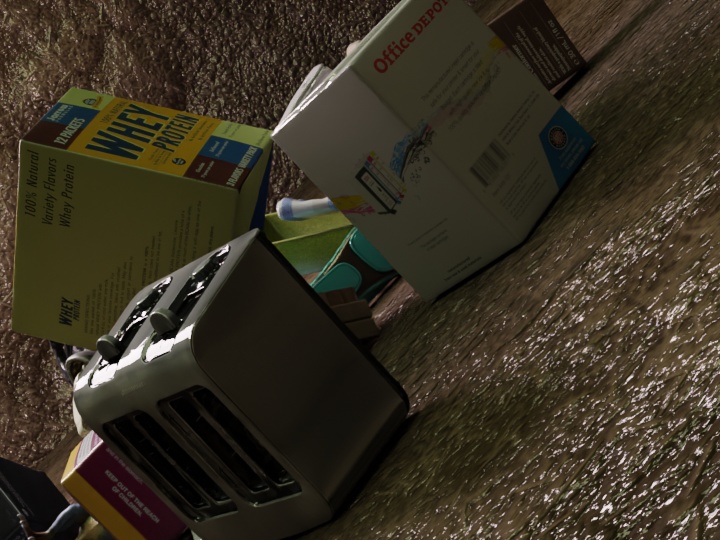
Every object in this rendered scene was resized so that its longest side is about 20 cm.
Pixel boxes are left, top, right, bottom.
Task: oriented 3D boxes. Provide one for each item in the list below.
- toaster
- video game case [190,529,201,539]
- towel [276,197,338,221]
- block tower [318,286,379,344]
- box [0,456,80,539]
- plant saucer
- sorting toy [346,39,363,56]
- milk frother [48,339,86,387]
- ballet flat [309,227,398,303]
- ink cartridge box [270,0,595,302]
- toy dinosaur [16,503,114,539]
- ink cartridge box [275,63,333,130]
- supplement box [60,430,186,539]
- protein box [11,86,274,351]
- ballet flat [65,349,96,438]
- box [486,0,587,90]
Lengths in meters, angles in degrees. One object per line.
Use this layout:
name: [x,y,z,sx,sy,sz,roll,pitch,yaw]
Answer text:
toaster: [-0.081,0.091,1.112,0.180,0.200,0.119,-23,24,51]
video game case: [-0.075,0.152,1.333,0.182,0.023,0.200,-46,7,-6]
towel: [0.014,-0.082,1.670,0.198,0.024,0.147,-12,1,7]
block tower: [-0.063,0.077,1.496,0.058,0.054,0.200,-9,-17,-40]
box: [-0.418,0.310,1.720,0.200,0.123,0.198,-45,-21,-1]
plant saucer: [-0.020,-0.042,1.763,0.198,0.048,0.200,-13,12,6]
sorting toy: [0.066,-0.147,1.525,0.037,0.199,0.185,-55,6,4]
milk frother: [-0.215,0.075,1.645,0.187,0.201,0.181,-3,-41,-37]
ballet flat: [0.000,0.000,1.619,0.200,0.067,0.070,-44,-7,-13]
ink cartridge box: [0.059,-0.110,1.337,0.147,0.200,0.144,-49,9,-37]
toy dinosaur: [-0.250,0.237,1.615,0.181,0.105,0.200,-27,-8,-13]
ink cartridge box: [0.020,-0.105,1.504,0.085,0.199,0.146,-55,7,1]
supplement box: [-0.145,0.131,1.345,0.200,0.103,0.131,-45,7,-1]
protein box: [-0.200,-0.036,1.467,0.135,0.198,0.200,-66,-12,-61]
ballet flat: [-0.222,0.161,1.453,0.063,0.201,0.067,-5,-31,-37]
box: [0.135,-0.206,1.729,0.199,0.100,0.075,-36,3,3]
